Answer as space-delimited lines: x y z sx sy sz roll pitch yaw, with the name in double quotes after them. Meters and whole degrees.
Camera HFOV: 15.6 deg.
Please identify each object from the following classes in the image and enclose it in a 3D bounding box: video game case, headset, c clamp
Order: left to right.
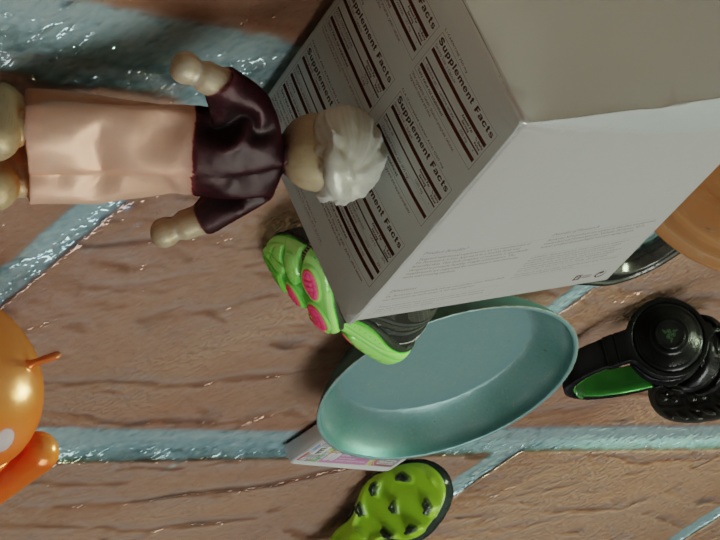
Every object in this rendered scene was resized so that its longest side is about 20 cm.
0.055 0.096 2.020 0.200 0.018 0.143 -36 156 24 "video game case"
0.212 -0.034 1.885 0.200 0.027 0.171 -2 154 -48 "c clamp"
0.258 0.074 2.088 0.200 0.094 0.123 -20 162 20 "headset"

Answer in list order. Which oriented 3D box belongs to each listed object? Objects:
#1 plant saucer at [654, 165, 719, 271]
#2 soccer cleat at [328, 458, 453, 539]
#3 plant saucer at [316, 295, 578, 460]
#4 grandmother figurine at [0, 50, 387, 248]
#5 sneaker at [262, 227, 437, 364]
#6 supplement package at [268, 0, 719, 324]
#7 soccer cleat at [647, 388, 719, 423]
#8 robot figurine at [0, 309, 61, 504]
0.248 -0.090 1.567 0.200 0.201 0.032 -29 -166 10 "plant saucer"
0.030 0.204 2.201 0.081 0.068 0.200 -31 168 -40 "soccer cleat"
0.059 0.070 1.904 0.199 0.036 0.200 -14 148 -9 "plant saucer"
-0.085 -0.064 1.343 0.199 0.061 0.121 2 143 -7 "grandmother figurine"
0.000 0.000 1.681 0.084 0.077 0.200 -46 159 5 "sneaker"
0.084 -0.093 1.425 0.191 0.147 0.200 -9 154 -35 "supplement package"
0.339 0.072 2.221 0.200 0.068 0.073 -28 175 14 "soccer cleat"
-0.261 0.086 1.512 0.200 0.144 0.117 -40 177 35 "robot figurine"
